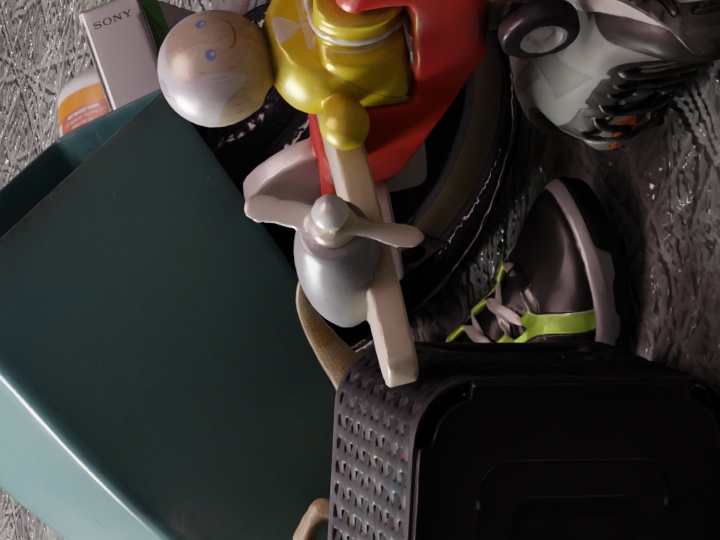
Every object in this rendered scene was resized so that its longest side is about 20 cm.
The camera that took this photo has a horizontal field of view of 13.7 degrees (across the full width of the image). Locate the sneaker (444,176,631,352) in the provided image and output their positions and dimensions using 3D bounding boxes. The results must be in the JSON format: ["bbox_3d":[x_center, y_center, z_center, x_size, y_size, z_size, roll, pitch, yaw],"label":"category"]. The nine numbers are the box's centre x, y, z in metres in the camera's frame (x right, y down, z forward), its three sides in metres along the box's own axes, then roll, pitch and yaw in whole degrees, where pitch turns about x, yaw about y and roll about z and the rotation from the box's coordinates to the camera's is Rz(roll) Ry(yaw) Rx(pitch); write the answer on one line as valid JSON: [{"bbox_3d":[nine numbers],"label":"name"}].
[{"bbox_3d":[0.056,0.054,1.281,0.072,0.083,0.201,-120,36,-54],"label":"sneaker"}]

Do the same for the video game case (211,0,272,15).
[{"bbox_3d":[-0.025,-0.172,1.500,0.182,0.022,0.200,-111,34,-53],"label":"video game case"}]

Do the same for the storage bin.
[{"bbox_3d":[0.064,0.133,1.181,0.094,0.135,0.201,-161,72,-69],"label":"storage bin"}]

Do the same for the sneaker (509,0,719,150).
[{"bbox_3d":[0.108,-0.087,1.177,0.200,0.074,0.080,-168,70,-76],"label":"sneaker"}]

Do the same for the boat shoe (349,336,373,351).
[{"bbox_3d":[0.000,0.000,1.443,0.200,0.072,0.065,132,154,-54],"label":"boat shoe"}]

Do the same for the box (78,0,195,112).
[{"bbox_3d":[-0.083,-0.063,1.526,0.200,0.036,0.145,-2,-108,-82],"label":"box"}]

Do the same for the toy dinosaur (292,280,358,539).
[{"bbox_3d":[0.022,0.087,1.263,0.101,0.200,0.058,-43,11,18],"label":"toy dinosaur"}]

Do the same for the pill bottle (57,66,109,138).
[{"bbox_3d":[-0.109,-0.012,1.695,0.112,0.112,0.201,139,128,-64],"label":"pill bottle"}]

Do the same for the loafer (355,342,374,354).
[{"bbox_3d":[0.008,0.119,1.408,0.076,0.067,0.200,-20,42,28],"label":"loafer"}]

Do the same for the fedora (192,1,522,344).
[{"bbox_3d":[-0.021,-0.065,1.345,0.200,0.091,0.201,-19,65,45],"label":"fedora"}]

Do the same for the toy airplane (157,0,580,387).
[{"bbox_3d":[-0.016,-0.075,1.173,0.200,0.141,0.200,-144,55,-62],"label":"toy airplane"}]

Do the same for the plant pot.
[{"bbox_3d":[-0.094,0.049,1.324,0.200,0.141,0.141,50,157,-12],"label":"plant pot"}]
